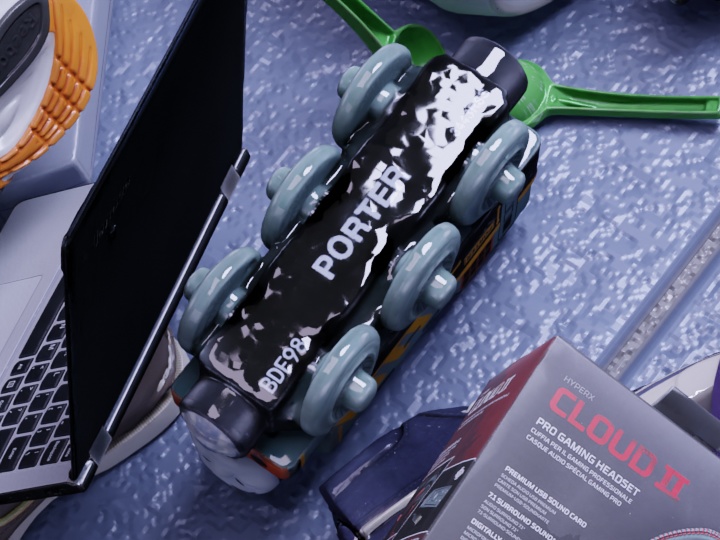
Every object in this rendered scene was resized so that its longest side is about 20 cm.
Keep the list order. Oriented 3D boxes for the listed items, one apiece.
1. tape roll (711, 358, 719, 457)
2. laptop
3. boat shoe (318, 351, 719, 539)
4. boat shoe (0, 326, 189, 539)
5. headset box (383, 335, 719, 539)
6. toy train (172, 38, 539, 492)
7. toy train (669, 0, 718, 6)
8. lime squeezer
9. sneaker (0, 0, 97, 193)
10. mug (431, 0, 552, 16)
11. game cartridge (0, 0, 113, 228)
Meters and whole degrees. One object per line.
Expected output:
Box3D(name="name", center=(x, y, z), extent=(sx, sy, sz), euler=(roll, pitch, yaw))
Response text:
Box3D(name="tape roll", center=(0.233, 0.049, 1.041), extent=(0.199, 0.085, 0.201), euler=(4, 62, -8))
Box3D(name="laptop", center=(-0.123, -0.017, 1.109), extent=(0.199, 0.116, 0.188), euler=(-12, 38, 34))
Box3D(name="boat shoe", center=(0.077, 0.070, 1.119), extent=(0.199, 0.075, 0.093), euler=(-29, 41, -14))
Box3D(name="boat shoe", center=(-0.158, 0.082, 1.179), extent=(0.200, 0.060, 0.072), euler=(-39, 59, -8))
Box3D(name="headset box", center=(0.071, 0.131, 0.954), extent=(0.148, 0.075, 0.200), euler=(37, 69, -4))
Box3D(name="toy train", center=(0.000, 0.000, 1.138), extent=(0.085, 0.114, 0.200), euler=(32, 71, 14))
Box3D(name="toy train", center=(0.201, -0.188, 1.199), extent=(0.200, 0.114, 0.085), euler=(-32, 59, -4))
Box3D(name="lime squeezer", center=(0.052, -0.089, 1.218), extent=(0.199, 0.071, 0.038), euler=(19, 47, -8))
Box3D(name="sneaker", center=(-0.194, -0.037, 1.193), extent=(0.092, 0.076, 0.200), euler=(20, 68, 47))
Box3D(name="mug", center=(0.039, -0.199, 1.219), extent=(0.149, 0.187, 0.153), euler=(-35, 67, -14))
Box3D(name="game cartridge", center=(-0.211, -0.075, 1.295), extent=(0.199, 0.041, 0.134), euler=(-3, 58, 14))
